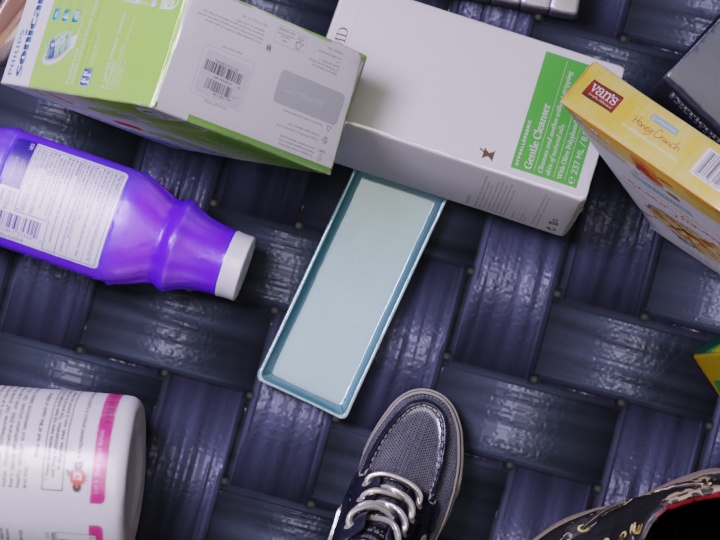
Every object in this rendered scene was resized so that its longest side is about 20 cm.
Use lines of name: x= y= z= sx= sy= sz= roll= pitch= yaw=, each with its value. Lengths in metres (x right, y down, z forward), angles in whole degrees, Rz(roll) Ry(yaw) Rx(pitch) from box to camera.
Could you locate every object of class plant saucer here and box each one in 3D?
plant saucer: x=0.000 y=0.000 z=1.445 sx=0.070 sy=0.019 sz=0.200 roll=25 pitch=88 yaw=3

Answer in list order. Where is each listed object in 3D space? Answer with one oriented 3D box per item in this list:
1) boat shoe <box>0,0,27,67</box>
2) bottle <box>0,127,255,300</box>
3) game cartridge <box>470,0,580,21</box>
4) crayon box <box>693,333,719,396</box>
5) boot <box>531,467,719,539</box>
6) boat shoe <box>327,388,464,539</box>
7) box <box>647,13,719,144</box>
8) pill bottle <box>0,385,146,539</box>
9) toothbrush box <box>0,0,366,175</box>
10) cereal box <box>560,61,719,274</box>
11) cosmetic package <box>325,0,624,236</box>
boat shoe: x=-0.210 y=-0.233 z=1.440 sx=0.072 sy=0.076 sz=0.200 roll=32 pitch=79 yaw=7
bottle: x=-0.173 y=-0.033 z=1.427 sx=0.200 sy=0.065 sz=0.084 roll=18 pitch=88 yaw=2
game cartridge: x=0.114 y=-0.284 z=1.453 sx=0.130 sy=0.038 sz=0.200 roll=12 pitch=87 yaw=-2
crayon box: x=0.307 y=0.121 z=1.353 sx=0.058 sy=0.173 sz=0.200 roll=-34 pitch=87 yaw=-1
boot: x=0.180 y=0.192 z=1.363 sx=0.200 sy=0.151 sz=0.073 roll=-23 pitch=86 yaw=0
boat shoe: x=0.020 y=0.167 z=1.382 sx=0.075 sy=0.093 sz=0.200 roll=16 pitch=74 yaw=7
box: x=0.295 y=-0.087 z=1.353 sx=0.197 sy=0.200 sz=0.117 roll=44 pitch=89 yaw=4
pill bottle: x=-0.251 y=0.133 z=1.395 sx=0.200 sy=0.113 sz=0.113 roll=5 pitch=87 yaw=1
toothbrush box: x=-0.118 y=-0.131 z=1.343 sx=0.146 sy=0.200 sz=0.086 roll=19 pitch=87 yaw=-38
cereal box: x=0.221 y=-0.044 z=1.332 sx=0.040 sy=0.200 sz=0.144 roll=-50 pitch=55 yaw=-2
cosmetic package: x=0.065 y=-0.110 z=1.406 sx=0.200 sy=0.085 sz=0.108 roll=17 pitch=73 yaw=-1
